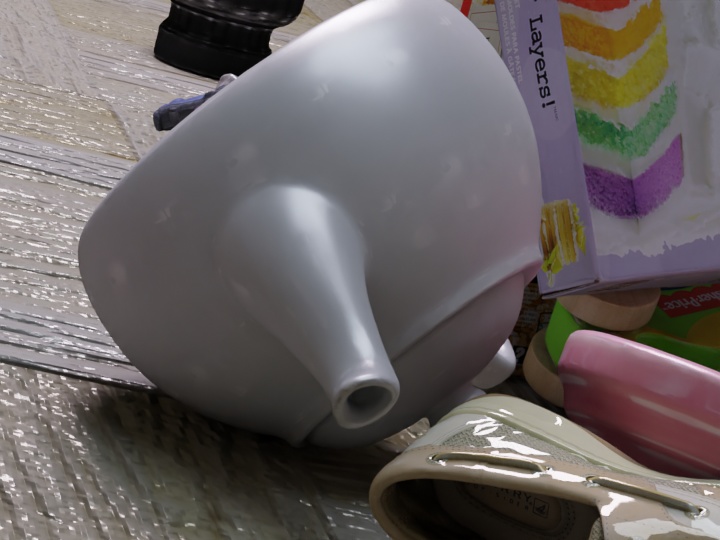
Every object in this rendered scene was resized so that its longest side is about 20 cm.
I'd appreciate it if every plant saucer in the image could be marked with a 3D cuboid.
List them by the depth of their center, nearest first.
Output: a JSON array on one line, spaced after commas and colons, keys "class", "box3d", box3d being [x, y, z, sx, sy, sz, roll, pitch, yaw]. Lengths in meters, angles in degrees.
[{"class": "plant saucer", "box3d": [0.157, 0.084, 0.968, 0.199, 0.051, 0.201, 24, -5, 2]}]

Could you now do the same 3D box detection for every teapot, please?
[{"class": "teapot", "box3d": [0.000, 0.000, 1.029, 0.199, 0.197, 0.146, -33, 83, -34]}]

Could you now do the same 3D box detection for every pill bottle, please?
[{"class": "pill bottle", "box3d": [-0.084, -0.242, 1.938, 0.111, 0.202, 0.112, 15, 11, -3]}]

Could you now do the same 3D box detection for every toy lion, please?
[{"class": "toy lion", "box3d": [0.201, 0.056, 1.202, 0.199, 0.069, 0.192, -10, 41, -37]}]

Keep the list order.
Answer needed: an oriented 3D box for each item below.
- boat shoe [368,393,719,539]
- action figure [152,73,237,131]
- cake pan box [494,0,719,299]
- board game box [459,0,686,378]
[{"class": "boat shoe", "box3d": [0.094, 0.100, 0.877, 0.199, 0.073, 0.065, 23, 29, 29]}, {"class": "action figure", "box3d": [-0.006, -0.059, 1.424, 0.192, 0.106, 0.199, -1, -5, -42]}, {"class": "cake pan box", "box3d": [0.153, -0.087, 1.183, 0.199, 0.186, 0.052, -4, -4, -33]}, {"class": "board game box", "box3d": [0.101, -0.048, 1.252, 0.151, 0.202, 0.046, 8, 13, -35]}]
